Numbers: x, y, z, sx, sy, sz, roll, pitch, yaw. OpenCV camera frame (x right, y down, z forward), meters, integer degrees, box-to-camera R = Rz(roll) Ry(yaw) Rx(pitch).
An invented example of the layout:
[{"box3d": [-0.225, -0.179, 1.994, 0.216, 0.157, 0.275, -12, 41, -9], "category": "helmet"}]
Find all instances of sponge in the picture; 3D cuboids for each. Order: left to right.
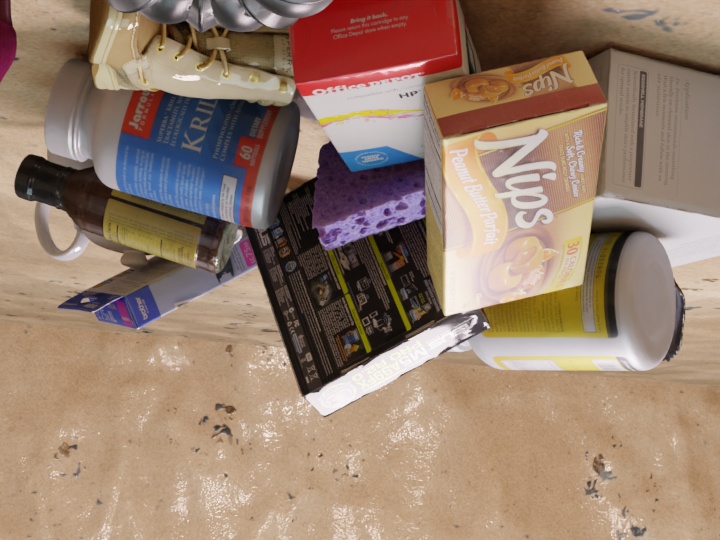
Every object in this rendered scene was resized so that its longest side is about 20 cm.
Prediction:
[{"box3d": [0.058, -0.089, 1.025, 0.198, 0.112, 0.030, -18, 128, 16], "category": "sponge"}]

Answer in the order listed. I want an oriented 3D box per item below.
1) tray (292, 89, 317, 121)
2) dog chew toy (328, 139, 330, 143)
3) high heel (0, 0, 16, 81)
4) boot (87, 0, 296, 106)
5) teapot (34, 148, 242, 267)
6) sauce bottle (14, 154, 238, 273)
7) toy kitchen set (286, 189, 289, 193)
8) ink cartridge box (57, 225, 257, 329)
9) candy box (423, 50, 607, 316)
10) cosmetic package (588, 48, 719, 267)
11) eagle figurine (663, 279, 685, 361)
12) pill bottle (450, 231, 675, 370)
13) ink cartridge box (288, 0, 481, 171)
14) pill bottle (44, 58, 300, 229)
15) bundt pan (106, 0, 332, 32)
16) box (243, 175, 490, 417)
[{"box3d": [0.005, -0.157, 1.067, 0.106, 0.022, 0.199, 11, 168, -38], "category": "tray"}, {"box3d": [0.019, -0.039, 1.201, 0.123, 0.203, 0.125, 4, 169, 1], "category": "dog chew toy"}, {"box3d": [-0.316, -0.160, 0.955, 0.067, 0.098, 0.199, 11, 167, -35], "category": "high heel"}, {"box3d": [-0.116, -0.165, 0.920, 0.153, 0.074, 0.200, 6, 171, -9], "category": "boot"}, {"box3d": [-0.218, -0.076, 1.249, 0.195, 0.148, 0.200, 6, 170, -12], "category": "teapot"}, {"box3d": [-0.207, -0.056, 1.138, 0.198, 0.065, 0.065, 20, 171, 6], "category": "sauce bottle"}, {"box3d": [-0.001, -0.062, 1.450, 0.199, 0.182, 0.163, -35, -172, -19], "category": "toy kitchen set"}, {"box3d": [-0.183, 0.008, 1.238, 0.199, 0.042, 0.119, -26, -166, -27], "category": "ink cartridge box"}, {"box3d": [0.107, -0.056, 0.924, 0.114, 0.056, 0.201, -13, 142, -6], "category": "candy box"}, {"box3d": [0.236, -0.085, 1.088, 0.198, 0.125, 0.199, 10, 168, -22], "category": "cosmetic package"}, {"box3d": [0.318, -0.011, 1.437, 0.199, 0.152, 0.151, 35, -172, -41], "category": "eagle figurine"}, {"box3d": [0.154, 0.027, 1.081, 0.198, 0.114, 0.112, -2, 168, 33], "category": "pill bottle"}, {"box3d": [0.020, -0.145, 0.907, 0.115, 0.068, 0.200, -9, 161, 12], "category": "ink cartridge box"}, {"box3d": [-0.158, -0.112, 1.081, 0.197, 0.114, 0.112, 15, 170, 3], "category": "pill bottle"}, {"box3d": [-0.090, -0.195, 0.742, 0.199, 0.077, 0.202, 4, 169, 1], "category": "bundt pan"}, {"box3d": [0.000, 0.000, 1.077, 0.159, 0.201, 0.044, -29, 142, 7], "category": "box"}]
